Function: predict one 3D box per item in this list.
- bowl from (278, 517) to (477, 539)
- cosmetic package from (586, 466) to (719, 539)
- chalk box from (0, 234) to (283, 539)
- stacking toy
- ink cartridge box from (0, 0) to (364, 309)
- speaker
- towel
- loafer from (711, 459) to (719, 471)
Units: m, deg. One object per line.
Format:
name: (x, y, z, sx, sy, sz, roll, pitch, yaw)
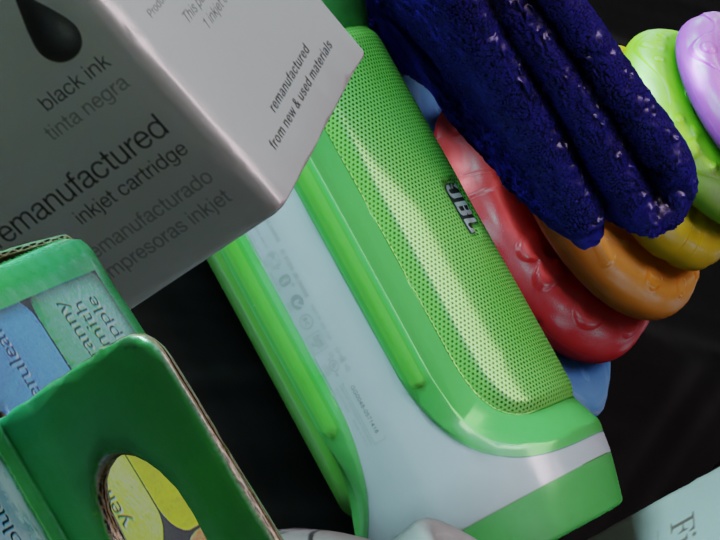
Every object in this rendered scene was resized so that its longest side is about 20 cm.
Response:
bowl: (0.017, 0.122, 0.696, 0.201, 0.094, 0.201, 39, 6, -5)
cosmetic package: (0.157, 0.158, 0.854, 0.166, 0.200, 0.167, 40, 32, -30)
chalk box: (-0.088, 0.079, 0.545, 0.124, 0.200, 0.124, 59, 28, 3)
stacking toy: (0.113, -0.048, 0.990, 0.110, 0.200, 0.116, 36, 34, -35)
ink cartridge box: (-0.122, -0.073, 0.701, 0.200, 0.147, 0.083, 48, 32, -16)
speaker: (0.000, 0.000, 0.887, 0.200, 0.088, 0.088, 61, 28, 7)
towel: (0.018, -0.092, 0.922, 0.148, 0.050, 0.200, 49, -2, -34)
loafer: (0.202, 0.127, 1.096, 0.200, 0.073, 0.072, 33, 32, -39)
